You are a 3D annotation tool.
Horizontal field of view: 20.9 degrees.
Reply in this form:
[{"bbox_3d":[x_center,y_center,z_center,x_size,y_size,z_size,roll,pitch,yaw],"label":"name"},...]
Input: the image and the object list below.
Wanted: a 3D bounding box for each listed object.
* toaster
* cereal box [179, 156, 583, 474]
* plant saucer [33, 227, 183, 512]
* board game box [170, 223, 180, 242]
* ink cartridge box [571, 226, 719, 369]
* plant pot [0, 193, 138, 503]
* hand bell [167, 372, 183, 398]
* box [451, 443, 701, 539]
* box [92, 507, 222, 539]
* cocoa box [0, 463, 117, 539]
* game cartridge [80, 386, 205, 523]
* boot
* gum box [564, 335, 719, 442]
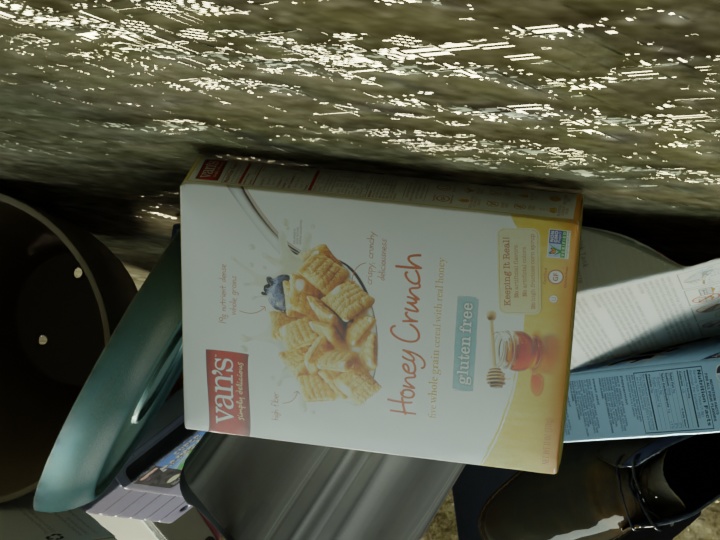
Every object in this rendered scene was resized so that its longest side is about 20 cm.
[{"bbox_3d":[-0.012,0.097,1.122,0.114,0.130,0.199,44,-153,24],"label":"toaster"},{"bbox_3d":[0.008,0.023,0.986,0.198,0.145,0.040,5,-153,8],"label":"cereal box"},{"bbox_3d":[-0.119,0.051,1.086,0.027,0.201,0.200,29,173,2],"label":"plant saucer"},{"bbox_3d":[0.000,0.000,1.194,0.199,0.035,0.135,1,170,35],"label":"board game box"},{"bbox_3d":[0.147,0.005,1.065,0.199,0.051,0.162,-17,162,10],"label":"ink cartridge box"},{"bbox_3d":[-0.214,0.040,1.243,0.186,0.189,0.200,5,-176,12],"label":"plant pot"},{"bbox_3d":[-0.114,0.065,1.276,0.103,0.105,0.200,5,-166,13],"label":"hand bell"},{"bbox_3d":[0.148,0.126,1.342,0.104,0.149,0.200,-3,-172,30],"label":"box"},{"bbox_3d":[-0.133,0.113,1.459,0.127,0.200,0.109,-1,133,49],"label":"box"},{"bbox_3d":[-0.237,0.204,1.175,0.132,0.132,0.200,-7,-167,-27],"label":"cocoa box"},{"bbox_3d":[-0.076,0.089,1.215,0.200,0.039,0.130,-38,164,11],"label":"game cartridge"},{"bbox_3d":[0.160,0.124,1.176,0.199,0.075,0.097,-22,171,7],"label":"boot"},{"bbox_3d":[0.212,0.060,1.159,0.169,0.045,0.199,-13,-178,-35],"label":"gum box"}]
